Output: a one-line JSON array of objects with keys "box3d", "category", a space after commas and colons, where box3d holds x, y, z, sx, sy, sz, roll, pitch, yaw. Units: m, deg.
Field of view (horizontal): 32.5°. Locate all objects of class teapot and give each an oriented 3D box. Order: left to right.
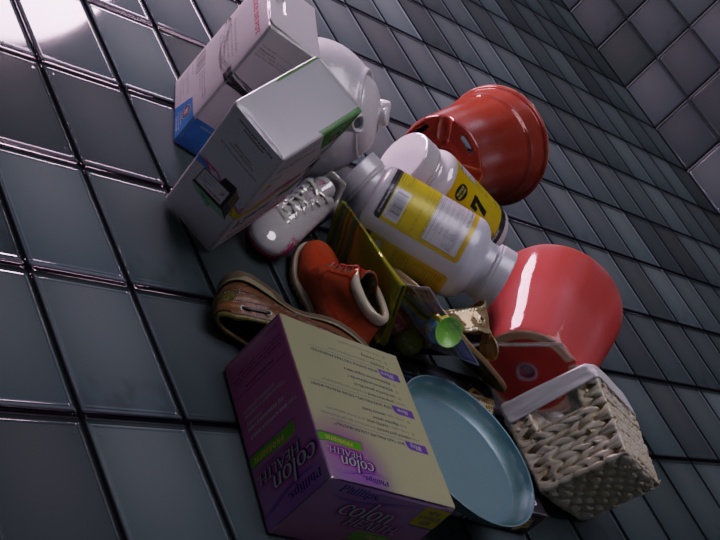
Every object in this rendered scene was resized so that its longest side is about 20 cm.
[{"box3d": [-0.032, -0.214, 1.645, 0.144, 0.198, 0.202, 7, 58, 7], "category": "teapot"}]

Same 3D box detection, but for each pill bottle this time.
[{"box3d": [0.055, -0.059, 1.675, 0.200, 0.112, 0.112, 47, 25, 1], "category": "pill bottle"}, {"box3d": [0.094, -0.037, 1.563, 0.199, 0.113, 0.112, 31, 26, -1], "category": "pill bottle"}, {"box3d": [0.118, -0.102, 1.797, 0.200, 0.114, 0.115, 41, 24, -34], "category": "pill bottle"}]

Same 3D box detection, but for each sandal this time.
[{"box3d": [0.125, 0.056, 1.519, 0.212, 0.070, 0.078, 43, -12, -13], "category": "sandal"}]

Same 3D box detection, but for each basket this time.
[{"box3d": [0.280, 0.221, 1.546, 0.200, 0.135, 0.124, 40, 26, -55], "category": "basket"}]

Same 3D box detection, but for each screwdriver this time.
[{"box3d": [0.160, 0.098, 1.570, 0.197, 0.028, 0.029, 4, 54, 6], "category": "screwdriver"}]

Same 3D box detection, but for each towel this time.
[{"box3d": [0.000, 0.000, 1.488, 0.018, 0.087, 0.200, 2, 31, -26], "category": "towel"}]

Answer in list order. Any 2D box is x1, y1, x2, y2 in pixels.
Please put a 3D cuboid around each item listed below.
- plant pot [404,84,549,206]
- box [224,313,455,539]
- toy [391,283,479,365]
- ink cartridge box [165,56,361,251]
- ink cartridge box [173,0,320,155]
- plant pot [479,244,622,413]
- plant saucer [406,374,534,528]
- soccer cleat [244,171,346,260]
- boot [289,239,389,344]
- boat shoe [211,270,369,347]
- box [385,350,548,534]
[{"box3d": [0.170, -0.185, 1.965, 0.201, 0.201, 0.195, 52, 34, 12], "category": "plant pot"}, {"box3d": [-0.023, 0.169, 1.240, 0.175, 0.097, 0.201, 23, 33, -41], "category": "box"}, {"box3d": [0.053, 0.065, 1.471, 0.116, 0.047, 0.199, 55, -20, -19], "category": "toy"}, {"box3d": [-0.111, -0.128, 1.375, 0.084, 0.200, 0.145, 49, 48, 3], "category": "ink cartridge box"}, {"box3d": [-0.143, -0.247, 1.536, 0.084, 0.200, 0.145, 31, 30, -28], "category": "ink cartridge box"}, {"box3d": [0.247, 0.093, 1.681, 0.200, 0.200, 0.178, 43, 37, -6], "category": "plant pot"}, {"box3d": [0.114, 0.205, 1.373, 0.199, 0.027, 0.201, 34, 28, -21], "category": "plant saucer"}, {"box3d": [-0.078, -0.078, 1.525, 0.070, 0.086, 0.200, 46, 25, 0], "category": "soccer cleat"}, {"box3d": [-0.021, 0.020, 1.452, 0.075, 0.107, 0.201, 24, 32, -35], "category": "boot"}, {"box3d": [-0.074, 0.080, 1.332, 0.199, 0.072, 0.068, 28, 33, -15], "category": "boat shoe"}, {"box3d": [0.115, 0.204, 1.462, 0.199, 0.050, 0.200, 22, 34, -41], "category": "box"}]
